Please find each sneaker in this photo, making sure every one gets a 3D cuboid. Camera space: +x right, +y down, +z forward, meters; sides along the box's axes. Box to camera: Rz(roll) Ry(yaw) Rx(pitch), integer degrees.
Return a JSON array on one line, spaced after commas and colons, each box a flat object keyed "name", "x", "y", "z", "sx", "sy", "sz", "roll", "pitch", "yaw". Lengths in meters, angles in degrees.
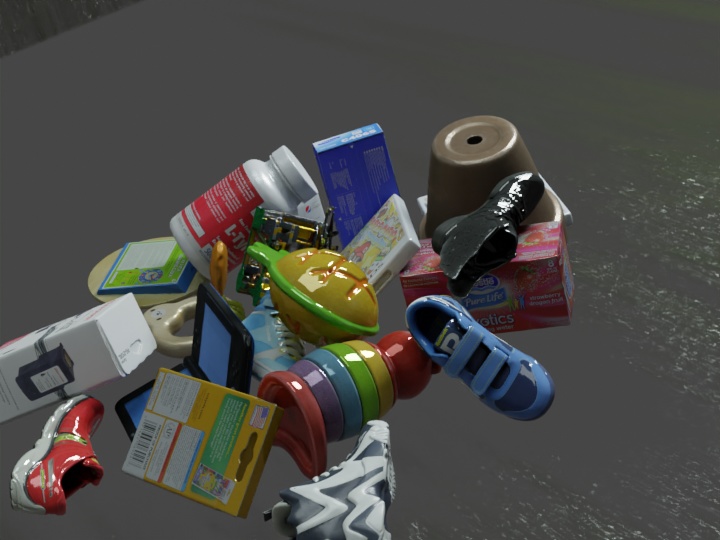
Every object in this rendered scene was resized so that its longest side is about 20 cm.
[{"name": "sneaker", "x": 0.124, "y": 0.096, "z": 1.502, "sx": 0.200, "sy": 0.082, "sz": 0.074, "roll": 37, "pitch": 97, "yaw": 29}, {"name": "sneaker", "x": -0.337, "y": 0.223, "z": 1.608, "sx": 0.084, "sy": 0.077, "sz": 0.200, "roll": 12, "pitch": 33, "yaw": 9}, {"name": "sneaker", "x": 0.162, "y": -0.045, "z": 1.619, "sx": 0.199, "sy": 0.060, "sz": 0.104, "roll": -32, "pitch": 30, "yaw": -18}, {"name": "sneaker", "x": -0.088, "y": 0.081, "z": 1.663, "sx": 0.131, "sy": 0.079, "sz": 0.200, "roll": -53, "pitch": 35, "yaw": -5}, {"name": "sneaker", "x": -0.032, "y": 0.226, "z": 1.395, "sx": 0.129, "sy": 0.080, "sz": 0.200, "roll": -3, "pitch": 38, "yaw": 6}]

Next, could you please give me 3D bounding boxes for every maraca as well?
[{"name": "maraca", "x": -0.056, "y": 0.022, "z": 1.617, "sx": 0.200, "sy": 0.137, "sz": 0.107, "roll": 40, "pitch": 102, "yaw": 41}]

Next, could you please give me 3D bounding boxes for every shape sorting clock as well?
[{"name": "shape sorting clock", "x": -0.304, "y": 0.004, "z": 2.027, "sx": 0.199, "sy": 0.039, "sz": 0.200, "roll": -9, "pitch": 29, "yaw": 5}]

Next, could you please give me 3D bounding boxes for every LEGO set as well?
[{"name": "LEGO set", "x": -0.086, "y": -0.009, "z": 1.837, "sx": 0.115, "sy": 0.155, "sz": 0.200, "roll": 13, "pitch": -4, "yaw": -16}]

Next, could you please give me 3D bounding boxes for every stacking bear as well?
[{"name": "stacking bear", "x": -0.004, "y": 0.130, "z": 1.542, "sx": 0.199, "sy": 0.114, "sz": 0.121, "roll": -23, "pitch": 38, "yaw": -30}]

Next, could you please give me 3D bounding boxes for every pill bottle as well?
[{"name": "pill bottle", "x": -0.163, "y": -0.085, "z": 1.948, "sx": 0.200, "sy": 0.112, "sz": 0.112, "roll": -37, "pitch": 25, "yaw": 6}]

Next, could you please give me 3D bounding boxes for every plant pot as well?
[{"name": "plant pot", "x": 0.164, "y": -0.101, "z": 1.784, "sx": 0.199, "sy": 0.175, "sz": 0.201, "roll": -9, "pitch": 37, "yaw": 7}]

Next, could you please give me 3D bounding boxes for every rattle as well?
[{"name": "rattle", "x": -0.262, "y": 0.043, "z": 1.826, "sx": 0.199, "sy": 0.143, "sz": 0.131, "roll": 4, "pitch": 50, "yaw": 24}]

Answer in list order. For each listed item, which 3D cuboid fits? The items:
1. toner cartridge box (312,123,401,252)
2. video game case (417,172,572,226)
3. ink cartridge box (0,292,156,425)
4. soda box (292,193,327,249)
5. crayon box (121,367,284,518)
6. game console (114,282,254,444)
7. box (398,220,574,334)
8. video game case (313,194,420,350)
[{"name": "toner cartridge box", "x": 0.007, "y": -0.089, "z": 1.853, "sx": 0.094, "sy": 0.201, "sz": 0.043, "roll": -18, "pitch": 25, "yaw": -5}, {"name": "video game case", "x": 0.187, "y": -0.085, "z": 1.946, "sx": 0.181, "sy": 0.023, "sz": 0.200, "roll": -17, "pitch": 26, "yaw": -2}, {"name": "ink cartridge box", "x": -0.378, "y": 0.113, "z": 1.736, "sx": 0.199, "sy": 0.085, "sz": 0.145, "roll": -21, "pitch": 9, "yaw": 13}, {"name": "soda box", "x": -0.138, "y": -0.093, "z": 2.091, "sx": 0.064, "sy": 0.068, "sz": 0.199, "roll": -32, "pitch": 31, "yaw": -30}, {"name": "crayon box", "x": -0.164, "y": 0.191, "z": 1.498, "sx": 0.199, "sy": 0.051, "sz": 0.126, "roll": 11, "pitch": 78, "yaw": 44}, {"name": "game console", "x": -0.217, "y": 0.125, "z": 1.655, "sx": 0.118, "sy": 0.172, "sz": 0.200, "roll": -1, "pitch": 20, "yaw": -24}, {"name": "box", "x": 0.157, "y": 0.014, "z": 1.682, "sx": 0.199, "sy": 0.100, "sz": 0.096, "roll": -7, "pitch": 27, "yaw": 16}, {"name": "video game case", "x": 0.000, "y": 0.000, "z": 1.755, "sx": 0.182, "sy": 0.023, "sz": 0.200, "roll": -48, "pitch": 16, "yaw": 12}]
